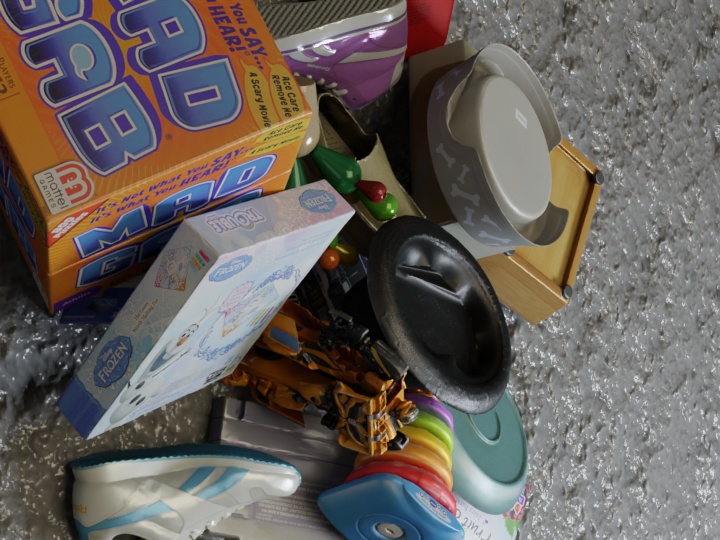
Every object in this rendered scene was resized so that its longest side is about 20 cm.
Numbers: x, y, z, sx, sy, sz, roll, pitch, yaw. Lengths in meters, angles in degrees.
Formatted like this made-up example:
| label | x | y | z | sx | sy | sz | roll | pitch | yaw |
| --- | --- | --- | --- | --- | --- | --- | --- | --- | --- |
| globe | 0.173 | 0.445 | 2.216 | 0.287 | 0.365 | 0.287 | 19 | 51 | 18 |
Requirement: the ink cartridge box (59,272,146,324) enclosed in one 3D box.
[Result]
| label | x | y | z | sx | sy | sz | roll | pitch | yaw |
| --- | --- | --- | --- | --- | --- | --- | --- | --- | --- |
| ink cartridge box | -0.170 | -0.036 | 1.157 | 0.042 | 0.119 | 0.201 | 41 | 61 | -36 |

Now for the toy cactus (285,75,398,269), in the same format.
| label | x | y | z | sx | sy | sz | roll | pitch | yaw |
| --- | --- | --- | --- | --- | --- | --- | --- | --- | --- |
| toy cactus | -0.064 | -0.084 | 1.215 | 0.102 | 0.198 | 0.167 | -77 | 172 | -66 |

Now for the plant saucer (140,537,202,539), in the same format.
| label | x | y | z | sx | sy | sz | roll | pitch | yaw |
| --- | --- | --- | --- | --- | --- | --- | --- | --- | --- |
| plant saucer | -0.078 | 0.306 | 1.194 | 0.199 | 0.200 | 0.049 | 19 | 100 | -41 |

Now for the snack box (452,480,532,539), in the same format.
| label | x | y | z | sx | sy | sz | roll | pitch | yaw |
| --- | --- | --- | --- | --- | --- | --- | --- | --- | --- |
| snack box | 0.085 | 0.242 | 1.433 | 0.200 | 0.053 | 0.143 | 39 | 63 | -34 |

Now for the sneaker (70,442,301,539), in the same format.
| label | x | y | z | sx | sy | sz | roll | pitch | yaw |
| --- | --- | --- | --- | --- | --- | --- | --- | --- | --- |
| sneaker | -0.147 | 0.193 | 1.180 | 0.198 | 0.076 | 0.082 | -1 | 91 | -20 |

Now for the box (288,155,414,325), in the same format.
| label | x | y | z | sx | sy | sz | roll | pitch | yaw |
| --- | --- | --- | --- | --- | --- | --- | --- | --- | --- |
| box | 0.000 | 0.000 | 1.369 | 0.200 | 0.049 | 0.159 | -37 | 112 | -39 |

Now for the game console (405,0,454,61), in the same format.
| label | x | y | z | sx | sy | sz | roll | pitch | yaw |
| --- | --- | --- | --- | --- | --- | --- | --- | --- | --- |
| game console | -0.001 | -0.306 | 1.410 | 0.199 | 0.118 | 0.174 | -21 | 133 | -42 |

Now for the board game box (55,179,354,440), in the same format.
| label | x | y | z | sx | sy | sz | roll | pitch | yaw |
| --- | --- | --- | --- | --- | --- | --- | --- | --- | --- |
| board game box | -0.117 | 0.026 | 1.073 | 0.043 | 0.199 | 0.200 | 46 | 28 | 12 |

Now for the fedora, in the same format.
| label | x | y | z | sx | sy | sz | roll | pitch | yaw |
| --- | --- | --- | --- | --- | --- | --- | --- | --- | --- |
| fedora | 0.050 | 0.051 | 1.263 | 0.200 | 0.091 | 0.202 | 30 | 48 | -41 |

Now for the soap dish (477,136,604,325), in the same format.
| label | x | y | z | sx | sy | sz | roll | pitch | yaw |
| --- | --- | --- | --- | --- | --- | --- | --- | --- | --- |
| soap dish | 0.188 | -0.063 | 1.534 | 0.157 | 0.081 | 0.202 | 35 | 65 | -37 |

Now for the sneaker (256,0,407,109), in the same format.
| label | x | y | z | sx | sy | sz | roll | pitch | yaw |
| --- | --- | --- | --- | --- | --- | --- | --- | --- | --- |
| sneaker | -0.047 | -0.192 | 1.305 | 0.198 | 0.073 | 0.115 | -11 | 129 | -14 |

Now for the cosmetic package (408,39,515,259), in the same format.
| label | x | y | z | sx | sy | sz | roll | pitch | yaw |
| --- | --- | --- | --- | --- | --- | --- | --- | --- | --- |
| cosmetic package | 0.104 | -0.121 | 1.421 | 0.105 | 0.070 | 0.202 | 29 | 54 | -53 |

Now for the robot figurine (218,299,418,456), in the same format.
| label | x | y | z | sx | sy | sz | roll | pitch | yaw |
| --- | --- | --- | --- | --- | --- | --- | --- | --- | --- |
| robot figurine | -0.040 | 0.093 | 1.207 | 0.058 | 0.199 | 0.146 | -45 | 147 | -36 |

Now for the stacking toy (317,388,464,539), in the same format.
| label | x | y | z | sx | sy | sz | roll | pitch | yaw |
| --- | --- | --- | --- | --- | --- | --- | --- | --- | --- |
| stacking toy | 0.049 | 0.160 | 1.298 | 0.116 | 0.109 | 0.201 | 41 | 45 | -26 |

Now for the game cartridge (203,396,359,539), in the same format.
| label | x | y | z | sx | sy | sz | roll | pitch | yaw |
| --- | --- | --- | --- | --- | --- | --- | --- | --- | --- |
| game cartridge | -0.054 | 0.200 | 1.286 | 0.198 | 0.038 | 0.131 | 17 | 74 | -29 |

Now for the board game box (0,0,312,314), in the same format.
| label | x | y | z | sx | sy | sz | roll | pitch | yaw |
| --- | --- | --- | --- | --- | --- | --- | --- | --- | --- |
| board game box | -0.180 | -0.122 | 1.016 | 0.199 | 0.200 | 0.201 | -25 | 78 | -18 |

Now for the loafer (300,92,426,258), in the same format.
| label | x | y | z | sx | sy | sz | roll | pitch | yaw |
| --- | --- | --- | --- | --- | --- | --- | --- | --- | --- |
| loafer | -0.002 | -0.085 | 1.300 | 0.200 | 0.067 | 0.076 | 46 | 51 | -4 |

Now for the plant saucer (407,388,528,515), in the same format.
| label | x | y | z | sx | sy | sz | roll | pitch | yaw |
| --- | --- | --- | --- | --- | --- | --- | --- | --- | --- |
| plant saucer | 0.118 | 0.153 | 1.430 | 0.200 | 0.027 | 0.201 | 40 | 34 | -34 |

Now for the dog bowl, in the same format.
| label | x | y | z | sx | sy | sz | roll | pitch | yaw |
| --- | --- | --- | --- | --- | --- | --- | --- | --- | --- |
| dog bowl | 0.133 | -0.115 | 1.340 | 0.200 | 0.058 | 0.202 | 29 | 54 | -49 |
